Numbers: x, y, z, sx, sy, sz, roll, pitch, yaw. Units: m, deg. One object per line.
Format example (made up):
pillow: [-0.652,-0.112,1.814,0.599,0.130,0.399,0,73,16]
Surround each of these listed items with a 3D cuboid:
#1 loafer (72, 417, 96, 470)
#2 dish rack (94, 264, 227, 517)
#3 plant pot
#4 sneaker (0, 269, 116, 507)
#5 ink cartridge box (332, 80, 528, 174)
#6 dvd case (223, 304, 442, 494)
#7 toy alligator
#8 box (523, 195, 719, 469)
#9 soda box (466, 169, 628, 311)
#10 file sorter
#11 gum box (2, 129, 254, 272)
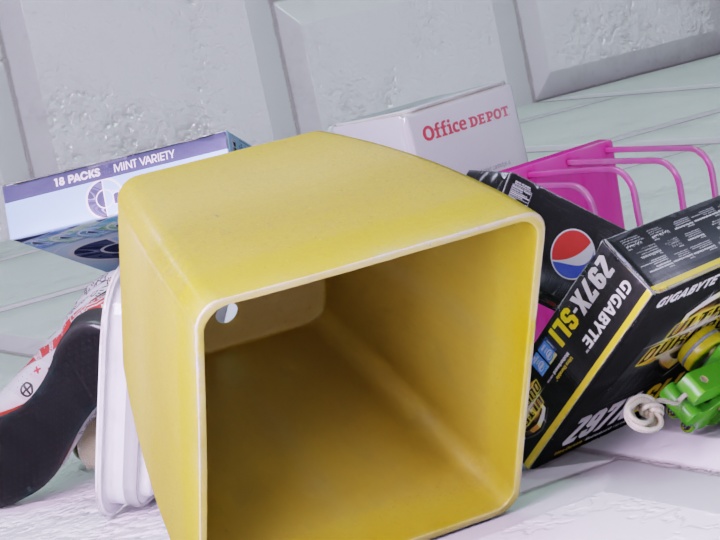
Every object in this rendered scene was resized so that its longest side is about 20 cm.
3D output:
loafer: [-0.189,0.101,1.571,0.068,0.076,0.200,-8,8,-12]
dish rack: [-0.121,0.062,1.428,0.043,0.172,0.200,7,17,13]
plant pot: [-0.035,0.032,1.162,0.199,0.201,0.176,-15,38,-24]
sneaker: [-0.206,0.080,1.481,0.201,0.067,0.108,-46,7,30]
ink cartridge box: [0.072,-0.041,1.724,0.087,0.201,0.145,-5,11,43]
dvd case: [-0.017,0.062,1.297,0.150,0.025,0.200,-1,47,12]
toy alligator: [0.211,0.073,1.274,0.200,0.059,0.054,-21,-30,-42]
box: [0.183,0.029,1.290,0.200,0.049,0.160,-19,-30,-45]
soda box: [0.155,0.001,1.426,0.200,0.064,0.071,26,-7,-22]
file sorter: [0.173,-0.013,1.615,0.200,0.140,0.125,-19,13,-39]
gum box: [-0.141,-0.045,1.547,0.169,0.045,0.200,-12,-11,13]
